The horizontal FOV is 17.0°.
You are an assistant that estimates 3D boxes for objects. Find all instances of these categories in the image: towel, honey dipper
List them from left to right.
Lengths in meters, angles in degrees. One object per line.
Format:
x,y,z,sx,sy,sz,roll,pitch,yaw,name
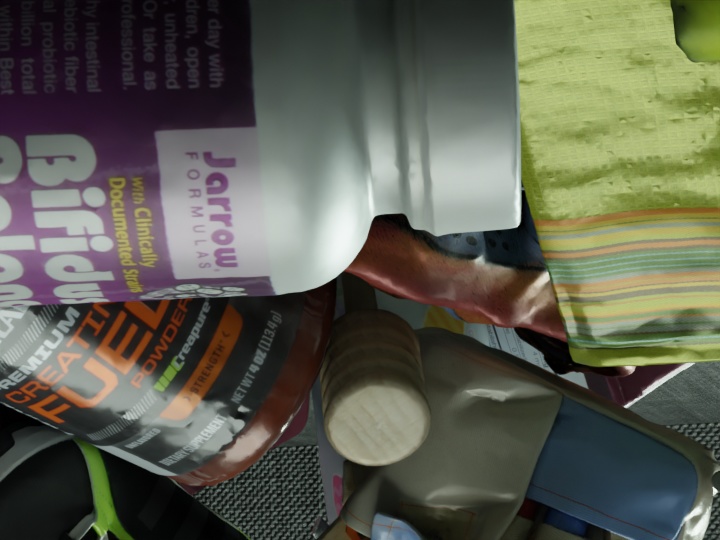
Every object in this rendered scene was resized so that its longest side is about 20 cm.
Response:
0.000,0.000,0.899,0.038,0.038,0.200,-2,-149,-2,honey dipper
0.089,-0.035,0.746,0.085,0.018,0.201,-6,139,15,towel

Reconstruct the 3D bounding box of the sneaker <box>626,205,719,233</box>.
0.144,-0.051,0.828,0.198,0.078,0.080,0,-179,-19,sneaker

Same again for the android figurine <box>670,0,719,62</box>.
0.188,-0.066,0.627,0.199,0.041,0.182,-7,148,33,android figurine

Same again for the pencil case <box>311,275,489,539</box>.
0.014,0.045,1.016,0.083,0.202,0.090,-2,172,-35,pencil case

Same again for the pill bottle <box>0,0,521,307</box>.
-0.058,-0.048,0.634,0.198,0.113,0.112,-3,172,3,pill bottle

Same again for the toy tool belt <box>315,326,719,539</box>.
0.078,0.111,0.896,0.199,0.124,0.125,25,-176,14,toy tool belt

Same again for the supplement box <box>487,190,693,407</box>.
0.071,0.014,1.108,0.110,0.086,0.199,-25,-171,-40,supplement box

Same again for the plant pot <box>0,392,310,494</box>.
-0.125,0.030,0.972,0.178,0.201,0.200,-17,176,-14,plant pot

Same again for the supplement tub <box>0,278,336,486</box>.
-0.112,-0.008,0.816,0.199,0.108,0.107,27,157,-30,supplement tub

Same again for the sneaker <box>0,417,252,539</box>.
-0.071,0.115,0.887,0.083,0.072,0.200,37,-176,40,sneaker

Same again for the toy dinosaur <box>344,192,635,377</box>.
0.025,-0.001,0.844,0.182,0.200,0.105,48,140,-18,toy dinosaur
